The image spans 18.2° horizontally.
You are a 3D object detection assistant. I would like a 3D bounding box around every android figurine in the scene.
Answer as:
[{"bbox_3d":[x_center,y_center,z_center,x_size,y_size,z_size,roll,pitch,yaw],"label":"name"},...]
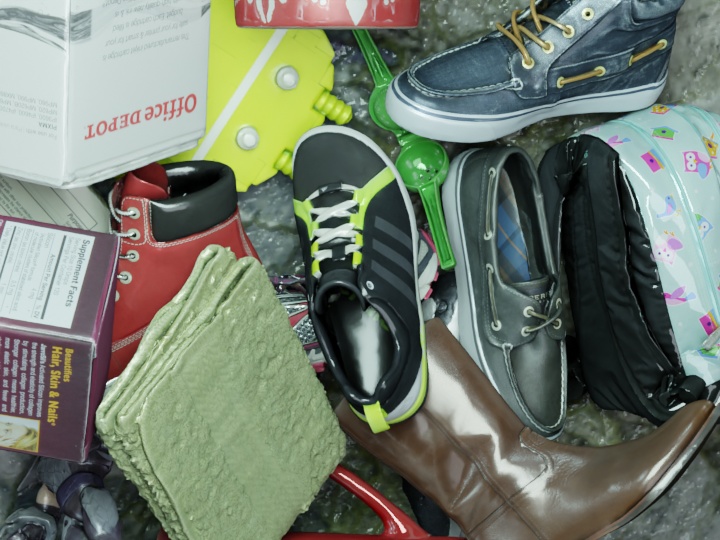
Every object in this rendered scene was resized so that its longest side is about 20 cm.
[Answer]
[{"bbox_3d":[-0.099,-0.128,1.405,0.200,0.041,0.182,34,93,-21],"label":"android figurine"}]

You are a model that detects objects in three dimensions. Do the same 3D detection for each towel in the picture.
[{"bbox_3d":[-0.081,0.094,1.347,0.148,0.036,0.200,-53,138,-26],"label":"towel"}]

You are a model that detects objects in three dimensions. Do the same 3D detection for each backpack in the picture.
[{"bbox_3d":[0.194,-0.008,1.477,0.126,0.167,0.200,-19,103,-27],"label":"backpack"}]

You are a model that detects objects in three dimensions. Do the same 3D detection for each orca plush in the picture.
[{"bbox_3d":[0.042,0.096,1.512,0.105,0.071,0.200,-36,129,-53],"label":"orca plush"}]

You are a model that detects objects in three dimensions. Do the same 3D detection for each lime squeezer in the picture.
[{"bbox_3d":[0.024,-0.090,1.442,0.038,0.071,0.200,-25,80,27],"label":"lime squeezer"}]

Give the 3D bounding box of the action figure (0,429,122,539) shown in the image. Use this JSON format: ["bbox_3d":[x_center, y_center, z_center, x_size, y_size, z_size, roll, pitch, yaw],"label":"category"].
[{"bbox_3d":[-0.171,0.151,1.391,0.069,0.200,0.130,2,138,-31],"label":"action figure"}]

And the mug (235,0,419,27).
[{"bbox_3d":[-0.003,-0.242,1.306,0.133,0.177,0.201,-7,100,-55],"label":"mug"}]

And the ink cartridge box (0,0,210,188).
[{"bbox_3d":[-0.154,-0.161,1.274,0.146,0.085,0.200,-25,122,-57],"label":"ink cartridge box"}]

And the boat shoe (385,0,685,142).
[{"bbox_3d":[0.110,-0.144,1.409,0.200,0.071,0.091,-12,135,-25],"label":"boat shoe"}]

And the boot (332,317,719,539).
[{"bbox_3d":[0.101,0.087,1.405,0.186,0.064,0.200,-45,78,4],"label":"boot"}]

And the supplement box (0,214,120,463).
[{"bbox_3d":[-0.241,0.028,1.257,0.200,0.086,0.110,10,137,-2],"label":"supplement box"}]

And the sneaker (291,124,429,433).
[{"bbox_3d":[0.000,0.000,1.369,0.072,0.083,0.200,-18,77,13],"label":"sneaker"}]

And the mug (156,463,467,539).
[{"bbox_3d":[-0.029,0.208,1.436,0.199,0.133,0.178,-1,111,4],"label":"mug"}]

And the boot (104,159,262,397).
[{"bbox_3d":[-0.159,0.008,1.345,0.200,0.072,0.144,-23,131,-9],"label":"boot"}]

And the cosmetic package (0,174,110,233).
[{"bbox_3d":[-0.259,-0.009,1.372,0.200,0.073,0.104,-40,112,-3],"label":"cosmetic package"}]

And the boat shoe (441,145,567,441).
[{"bbox_3d":[0.101,0.016,1.452,0.069,0.057,0.200,-12,88,-35],"label":"boat shoe"}]

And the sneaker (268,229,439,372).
[{"bbox_3d":[-0.040,0.028,1.445,0.200,0.081,0.075,-30,106,-6],"label":"sneaker"}]
